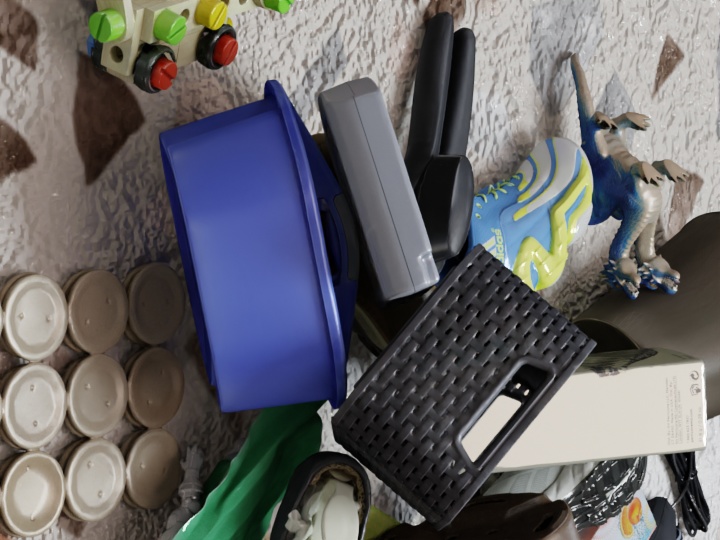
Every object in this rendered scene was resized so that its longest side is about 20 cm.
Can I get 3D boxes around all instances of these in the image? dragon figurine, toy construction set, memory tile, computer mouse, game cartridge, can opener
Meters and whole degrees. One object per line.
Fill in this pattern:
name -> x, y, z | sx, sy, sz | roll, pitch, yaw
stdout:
dragon figurine -> 0.189, -0.071, 1.542 | 0.059, 0.100, 0.201 | -12, 58, -44
toy construction set -> -0.109, -0.182, 1.162 | 0.199, 0.092, 0.132 | -15, 128, -42
memory tile -> -0.176, 0.076, 1.156 | 0.199, 0.017, 0.155 | -4, 96, -52
computer mouse -> 0.246, 0.213, 1.661 | 0.200, 0.046, 0.141 | -41, 124, -42
game cartridge -> 0.009, -0.046, 1.195 | 0.200, 0.041, 0.134 | 100, -32, -86
can opener -> 0.057, -0.088, 1.400 | 0.063, 0.078, 0.202 | 44, 47, -49

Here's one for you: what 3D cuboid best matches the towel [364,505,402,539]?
towel -> -0.017, 0.261, 1.360 | 0.143, 0.023, 0.202 | 37, 63, -45

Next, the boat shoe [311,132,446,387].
boat shoe -> 0.000, 0.000, 1.332 | 0.073, 0.065, 0.201 | -39, 109, -28

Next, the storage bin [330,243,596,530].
storage bin -> 0.059, 0.075, 1.210 | 0.135, 0.094, 0.200 | -50, 175, -7

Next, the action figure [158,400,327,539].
action figure -> -0.087, 0.147, 1.228 | 0.200, 0.054, 0.119 | -49, 149, -44

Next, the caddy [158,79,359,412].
caddy -> -0.053, -0.011, 1.182 | 0.104, 0.141, 0.202 | -12, 103, -7

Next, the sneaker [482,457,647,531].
sneaker -> 0.125, 0.178, 1.499 | 0.199, 0.079, 0.074 | -29, 128, -28

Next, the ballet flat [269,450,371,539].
ballet flat -> -0.036, 0.200, 1.200 | 0.073, 0.073, 0.201 | 42, 57, -44

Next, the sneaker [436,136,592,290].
sneaker -> 0.107, -0.039, 1.453 | 0.105, 0.075, 0.201 | 43, 50, -31

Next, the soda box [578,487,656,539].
soda box -> 0.151, 0.240, 1.529 | 0.200, 0.068, 0.064 | -50, 129, -36

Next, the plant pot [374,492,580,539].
plant pot -> 0.095, 0.269, 1.344 | 0.200, 0.199, 0.200 | -24, 103, -47

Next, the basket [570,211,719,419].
basket -> 0.260, 0.054, 1.594 | 0.199, 0.180, 0.137 | -25, 133, -36

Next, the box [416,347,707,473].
box -> 0.144, 0.100, 1.428 | 0.198, 0.082, 0.069 | -4, 96, -17
